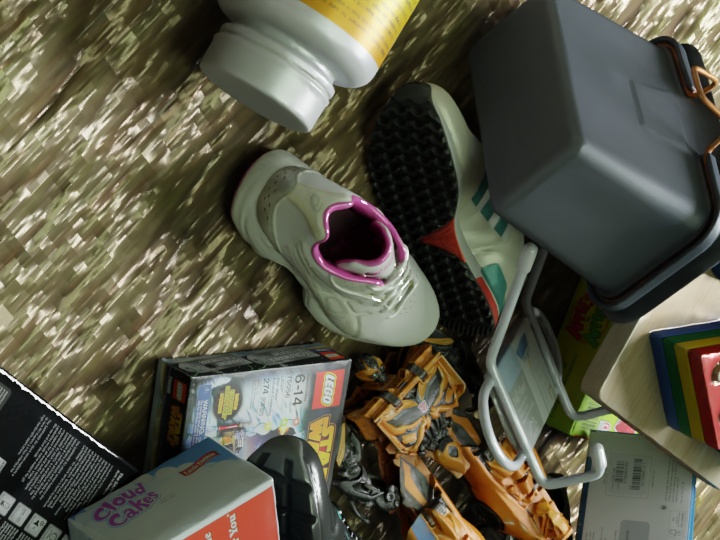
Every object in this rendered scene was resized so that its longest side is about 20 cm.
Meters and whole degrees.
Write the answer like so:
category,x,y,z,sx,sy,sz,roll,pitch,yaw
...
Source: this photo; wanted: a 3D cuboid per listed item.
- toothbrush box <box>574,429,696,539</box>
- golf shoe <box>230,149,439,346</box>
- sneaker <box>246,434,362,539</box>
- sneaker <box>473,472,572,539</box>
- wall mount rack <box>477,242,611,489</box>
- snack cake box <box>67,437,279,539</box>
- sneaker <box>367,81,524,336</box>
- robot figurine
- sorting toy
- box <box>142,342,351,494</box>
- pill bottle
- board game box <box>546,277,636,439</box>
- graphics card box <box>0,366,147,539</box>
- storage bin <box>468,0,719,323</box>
category,x,y,z,sx,sy,sz,roll,pitch,yaw
toothbrush box,0.205,0.239,1.588,0.200,0.085,0.147,82,17,-48
golf shoe,0.000,0.000,1.365,0.200,0.091,0.075,39,77,-43
sneaker,-0.038,0.183,1.378,0.079,0.075,0.201,-38,138,-43
sneaker,0.088,0.198,1.556,0.200,0.075,0.116,-22,117,-47
wall mount rack,0.130,0.048,1.471,0.174,0.074,0.200,68,23,-14
snack cake box,-0.107,0.220,1.314,0.115,0.067,0.201,-27,128,-34
sneaker,0.067,-0.056,1.436,0.093,0.070,0.200,-51,135,-39
robot figurine,0.060,0.135,1.469,0.145,0.058,0.200,-46,114,-25
sorting toy,0.271,0.042,1.462,0.199,0.070,0.200,35,83,-46
box,-0.082,0.152,1.390,0.137,0.040,0.201,-5,111,-43
pill bottle,-0.013,-0.186,1.263,0.109,0.109,0.200,38,80,-45
board game box,0.209,0.032,1.608,0.101,0.048,0.201,17,95,-46
graphics card box,-0.223,0.126,1.239,0.126,0.051,0.200,-56,136,-9
storage bin,0.157,-0.092,1.397,0.134,0.200,0.145,28,129,-33
